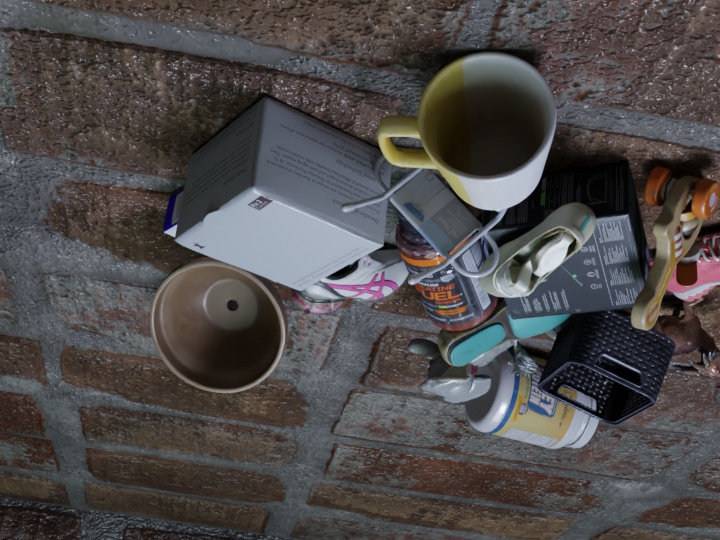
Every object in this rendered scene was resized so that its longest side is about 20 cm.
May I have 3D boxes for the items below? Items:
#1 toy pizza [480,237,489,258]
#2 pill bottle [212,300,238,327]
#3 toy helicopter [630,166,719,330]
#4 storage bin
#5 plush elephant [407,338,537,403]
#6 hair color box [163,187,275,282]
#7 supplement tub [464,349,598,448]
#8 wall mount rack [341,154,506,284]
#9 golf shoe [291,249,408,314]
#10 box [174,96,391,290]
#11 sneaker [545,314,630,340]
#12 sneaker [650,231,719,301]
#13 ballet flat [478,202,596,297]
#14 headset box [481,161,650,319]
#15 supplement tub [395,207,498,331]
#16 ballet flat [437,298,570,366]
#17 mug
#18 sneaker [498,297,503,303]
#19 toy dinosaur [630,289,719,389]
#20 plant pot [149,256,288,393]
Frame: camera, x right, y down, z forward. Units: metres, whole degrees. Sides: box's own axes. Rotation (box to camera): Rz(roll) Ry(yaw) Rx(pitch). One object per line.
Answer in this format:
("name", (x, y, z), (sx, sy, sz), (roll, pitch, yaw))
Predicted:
("toy pizza", (0.261, -0.035, 1.608), (0.197, 0.032, 0.202), (6, 139, 5))
("pill bottle", (-0.228, 0.066, 1.865), (0.110, 0.112, 0.199), (20, 151, -27))
("toy helicopter", (0.379, -0.018, 1.459), (0.078, 0.202, 0.132), (18, 168, 33))
("storage bin", (0.349, 0.138, 1.707), (0.134, 0.095, 0.200), (25, 162, 1))
("plush elephant", (0.145, 0.118, 1.750), (0.154, 0.201, 0.165), (-37, 153, 0))
("hair color box", (-0.159, -0.058, 1.651), (0.199, 0.066, 0.109), (27, 147, -33))
("supplement tub", (0.292, 0.220, 2.020), (0.198, 0.147, 0.145), (15, 153, -19))
("wall mount rack", (0.075, -0.066, 1.413), (0.200, 0.173, 0.075), (47, 159, 13))
("golf shoe", (0.000, 0.000, 1.664), (0.198, 0.073, 0.093), (-16, 147, -38))
("box", (-0.097, -0.089, 1.494), (0.198, 0.132, 0.198), (22, 151, -29))
("sneaker", (0.374, 0.098, 1.854), (0.198, 0.074, 0.071), (22, 166, -17))
("sneaker", (0.458, -0.015, 1.581), (0.086, 0.075, 0.200), (18, 152, -19))
("ballet flat", (0.205, -0.010, 1.430), (0.069, 0.070, 0.200), (19, 140, -24))
("headset box", (0.257, -0.033, 1.514), (0.197, 0.094, 0.175), (-7, 136, 20))
("supplement tub", (0.110, -0.021, 1.586), (0.106, 0.108, 0.201), (-6, 133, 24))
("ballet flat", (0.197, 0.068, 1.654), (0.198, 0.071, 0.071), (-24, 154, -6))
("mug", (0.132, -0.151, 1.335), (0.186, 0.150, 0.153), (33, 171, 19))
("sneaker", (0.279, 0.022, 1.720), (0.198, 0.075, 0.081), (-16, 138, 27))
("toy dinosaur", (0.453, 0.102, 1.749), (0.197, 0.137, 0.086), (1, 154, 14))
("plant pot", (-0.195, 0.065, 1.705), (0.198, 0.093, 0.204), (3, 112, 8))
